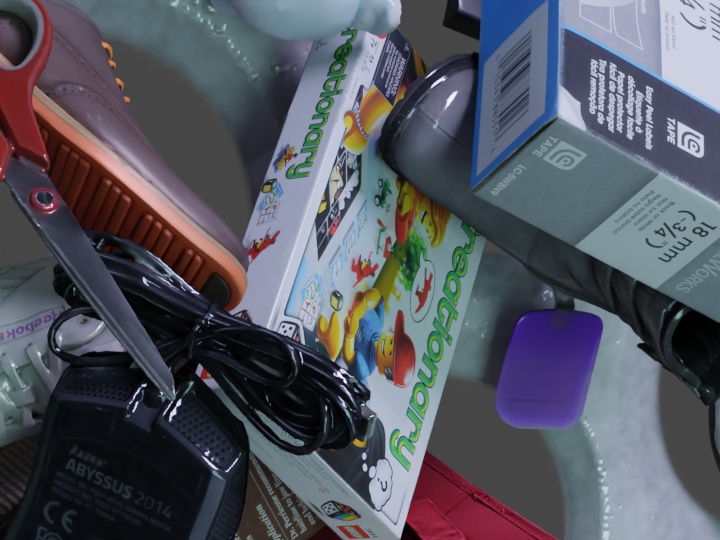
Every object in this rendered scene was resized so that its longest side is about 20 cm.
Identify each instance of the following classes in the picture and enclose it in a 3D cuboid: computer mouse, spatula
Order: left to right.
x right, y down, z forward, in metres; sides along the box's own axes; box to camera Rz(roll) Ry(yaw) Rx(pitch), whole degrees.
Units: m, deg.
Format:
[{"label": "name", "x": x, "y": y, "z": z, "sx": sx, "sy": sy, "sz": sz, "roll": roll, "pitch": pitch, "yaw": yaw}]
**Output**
[{"label": "computer mouse", "x": -0.082, "y": 0.092, "z": 0.820, "sx": 0.138, "sy": 0.053, "sz": 0.201, "roll": 28, "pitch": 110, "yaw": 11}, {"label": "spatula", "x": 0.099, "y": -0.020, "z": 1.024, "sx": 0.056, "sy": 0.021, "sz": 0.202, "roll": 3, "pitch": 94, "yaw": -30}]

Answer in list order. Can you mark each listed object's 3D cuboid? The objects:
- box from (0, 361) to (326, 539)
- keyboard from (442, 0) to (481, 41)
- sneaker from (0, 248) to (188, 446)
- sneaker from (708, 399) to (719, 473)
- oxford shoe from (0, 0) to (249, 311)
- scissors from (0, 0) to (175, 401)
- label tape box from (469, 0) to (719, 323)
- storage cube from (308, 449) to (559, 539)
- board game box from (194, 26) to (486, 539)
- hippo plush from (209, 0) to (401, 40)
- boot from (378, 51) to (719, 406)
[{"label": "box", "x": -0.112, "y": 0.115, "z": 0.909, "sx": 0.199, "sy": 0.075, "sz": 0.101, "roll": -36, "pitch": 116, "yaw": -20}, {"label": "keyboard", "x": 0.125, "y": -0.102, "z": 1.007, "sx": 0.199, "sy": 0.021, "sz": 0.128, "roll": 17, "pitch": 79, "yaw": -28}, {"label": "sneaker", "x": -0.140, "y": 0.033, "z": 0.858, "sx": 0.199, "sy": 0.099, "sz": 0.075, "roll": -28, "pitch": 118, "yaw": -20}, {"label": "sneaker", "x": 0.238, "y": 0.041, "z": 1.083, "sx": 0.071, "sy": 0.083, "sz": 0.202, "roll": -1, "pitch": 101, "yaw": -29}, {"label": "oxford shoe", "x": -0.113, "y": -0.065, "z": 0.833, "sx": 0.200, "sy": 0.071, "sz": 0.073, "roll": 42, "pitch": 56, "yaw": -1}, {"label": "scissors", "x": -0.129, "y": -0.031, "z": 0.757, "sx": 0.073, "sy": 0.014, "sz": 0.201, "roll": -7, "pitch": 60, "yaw": -28}, {"label": "label tape box", "x": 0.145, "y": -0.058, "z": 0.875, "sx": 0.199, "sy": 0.063, "sz": 0.145, "roll": 26, "pitch": 46, "yaw": -22}, {"label": "storage cube", "x": 0.017, "y": 0.215, "z": 0.938, "sx": 0.179, "sy": 0.171, "sz": 0.201, "roll": -33, "pitch": 120, "yaw": -17}, {"label": "board game box", "x": 0.000, "y": 0.000, "z": 0.905, "sx": 0.126, "sy": 0.034, "sz": 0.201, "roll": 48, "pitch": 48, "yaw": -42}, {"label": "hippo plush", "x": -0.017, "y": -0.171, "z": 0.847, "sx": 0.200, "sy": 0.158, "sz": 0.161, "roll": -54, "pitch": 134, "yaw": -30}, {"label": "boot", "x": 0.101, "y": -0.016, "z": 0.900, "sx": 0.070, "sy": 0.132, "sz": 0.200, "roll": -52, "pitch": 143, "yaw": 10}]
